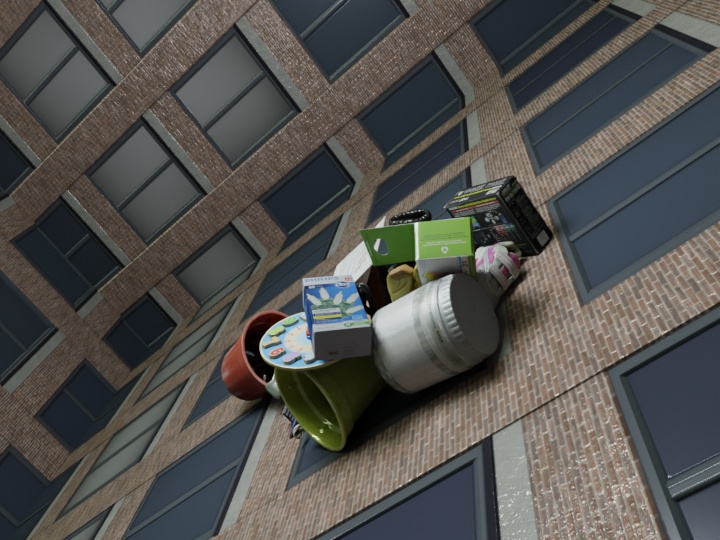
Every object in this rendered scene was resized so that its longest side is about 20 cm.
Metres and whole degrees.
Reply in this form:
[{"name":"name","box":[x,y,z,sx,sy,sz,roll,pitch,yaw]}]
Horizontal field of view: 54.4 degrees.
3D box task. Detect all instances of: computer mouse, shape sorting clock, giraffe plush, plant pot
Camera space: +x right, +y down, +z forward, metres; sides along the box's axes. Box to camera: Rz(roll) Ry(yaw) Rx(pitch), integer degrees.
[{"name":"computer mouse","box":[0.016,0.100,1.397,0.058,0.204,0.034,27,50,28]},{"name":"shape sorting clock","box":[-0.092,0.123,1.300,0.193,0.040,0.201,-5,24,2]},{"name":"giraffe plush","box":[0.131,0.065,1.419,0.162,0.168,0.205,-51,-19,-70]},{"name":"plant pot","box":[-0.037,0.207,1.356,0.183,0.204,0.199,-35,10,-31]},{"name":"plant pot","box":[-0.257,0.237,1.812,0.194,0.201,0.202,-37,13,47]}]

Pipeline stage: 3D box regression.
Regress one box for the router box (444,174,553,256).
[{"name":"router box","box":[0.281,-0.104,1.444,0.062,0.151,0.199,-44,15,-21]}]

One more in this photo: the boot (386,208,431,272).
[{"name":"boot","box":[0.085,-0.043,1.651,0.207,0.161,0.080,-25,32,-9]}]

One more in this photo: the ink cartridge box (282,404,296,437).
[{"name":"ink cartridge box","box":[-0.117,0.232,1.558,0.201,0.040,0.203,-67,0,-59]}]

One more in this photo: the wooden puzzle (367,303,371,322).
[{"name":"wooden puzzle","box":[0.020,0.115,1.709,0.183,0.046,0.202,-31,23,36]}]

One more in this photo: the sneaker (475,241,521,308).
[{"name":"sneaker","box":[0.258,0.002,1.341,0.087,0.082,0.202,-30,21,34]}]

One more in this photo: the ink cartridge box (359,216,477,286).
[{"name":"ink cartridge box","box":[0.106,-0.018,1.244,0.194,0.149,0.078,-6,64,10]}]

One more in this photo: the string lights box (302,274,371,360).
[{"name":"string lights box","box":[-0.047,0.081,1.268,0.099,0.061,0.201,-4,27,-10]}]

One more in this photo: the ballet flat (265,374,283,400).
[{"name":"ballet flat","box":[-0.163,0.233,1.713,0.200,0.063,0.068,-48,-15,-45]}]

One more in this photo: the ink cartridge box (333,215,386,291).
[{"name":"ink cartridge box","box":[0.000,0.000,1.460,0.176,0.044,0.202,-43,16,28]}]

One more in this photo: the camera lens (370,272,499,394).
[{"name":"camera lens","box":[0.123,0.112,1.222,0.198,0.161,0.161,-30,18,35]}]

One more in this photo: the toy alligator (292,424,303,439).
[{"name":"toy alligator","box":[-0.085,0.273,1.492,0.200,0.060,0.054,-48,17,-22]}]

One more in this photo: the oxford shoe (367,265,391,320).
[{"name":"oxford shoe","box":[0.028,0.026,1.559,0.070,0.071,0.204,-28,45,19]}]
